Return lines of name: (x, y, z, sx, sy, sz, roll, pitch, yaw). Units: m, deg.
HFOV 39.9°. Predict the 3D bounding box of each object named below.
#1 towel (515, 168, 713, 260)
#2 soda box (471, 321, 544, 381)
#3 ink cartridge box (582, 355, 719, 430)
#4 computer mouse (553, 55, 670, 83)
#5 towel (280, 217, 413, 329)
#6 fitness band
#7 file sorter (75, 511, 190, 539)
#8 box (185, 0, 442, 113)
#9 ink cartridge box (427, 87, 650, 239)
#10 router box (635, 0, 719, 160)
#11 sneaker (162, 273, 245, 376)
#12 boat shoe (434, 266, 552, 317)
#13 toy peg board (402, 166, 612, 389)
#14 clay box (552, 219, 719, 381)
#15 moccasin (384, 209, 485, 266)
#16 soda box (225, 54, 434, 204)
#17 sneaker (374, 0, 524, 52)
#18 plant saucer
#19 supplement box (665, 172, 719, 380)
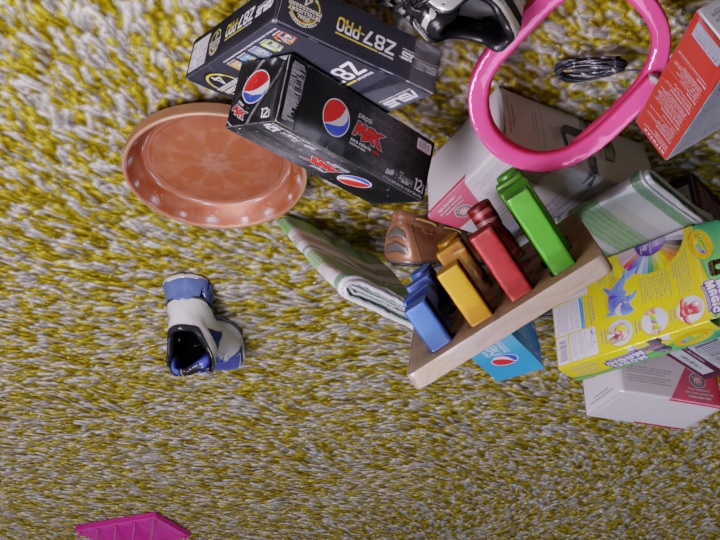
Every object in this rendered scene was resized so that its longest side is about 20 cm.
towel: (0.264, -0.035, 1.074, 0.149, 0.031, 0.200, 28, 139, -35)
soda box: (0.156, 0.068, 1.199, 0.068, 0.064, 0.200, -19, 148, 21)
ink cartridge box: (0.355, 0.085, 1.246, 0.145, 0.200, 0.084, 11, 148, -17)
computer mouse: (0.290, -0.202, 0.967, 0.200, 0.034, 0.059, 2, 169, 4)
towel: (0.000, 0.000, 1.130, 0.149, 0.200, 0.031, 26, 101, -33)
fitness band: (0.190, -0.180, 0.910, 0.144, 0.037, 0.200, 40, 114, -10)
file sorter: (-0.483, 0.602, 2.082, 0.200, 0.126, 0.139, -14, 145, 19)
box: (-0.048, -0.186, 0.899, 0.161, 0.049, 0.200, 18, 167, -29)
ink cartridge box: (0.192, -0.096, 1.071, 0.200, 0.085, 0.146, 17, 143, -23)
router box: (0.348, -0.196, 0.837, 0.200, 0.049, 0.180, -30, 163, -9)
sneaker: (-0.221, 0.103, 1.339, 0.080, 0.115, 0.199, -6, 146, 10)
boat shoe: (0.165, 0.031, 1.275, 0.200, 0.071, 0.072, -5, 146, 6)
toy peg board: (0.113, -0.009, 0.935, 0.199, 0.200, 0.098, -33, 98, 12)
clay box: (0.300, 0.033, 1.046, 0.200, 0.115, 0.048, -23, 142, 34)
moccasin: (0.100, -0.044, 1.135, 0.201, 0.078, 0.074, 0, -177, -45)
soda box: (-0.023, -0.122, 0.900, 0.071, 0.063, 0.200, 2, 164, 43)
sneaker: (0.050, -0.243, 0.843, 0.200, 0.088, 0.076, 10, 147, -13)
plant saucer: (-0.158, -0.115, 1.084, 0.200, 0.032, 0.200, 0, 146, 0)
supplement box: (0.382, 0.007, 1.124, 0.086, 0.200, 0.110, -28, 138, 36)
